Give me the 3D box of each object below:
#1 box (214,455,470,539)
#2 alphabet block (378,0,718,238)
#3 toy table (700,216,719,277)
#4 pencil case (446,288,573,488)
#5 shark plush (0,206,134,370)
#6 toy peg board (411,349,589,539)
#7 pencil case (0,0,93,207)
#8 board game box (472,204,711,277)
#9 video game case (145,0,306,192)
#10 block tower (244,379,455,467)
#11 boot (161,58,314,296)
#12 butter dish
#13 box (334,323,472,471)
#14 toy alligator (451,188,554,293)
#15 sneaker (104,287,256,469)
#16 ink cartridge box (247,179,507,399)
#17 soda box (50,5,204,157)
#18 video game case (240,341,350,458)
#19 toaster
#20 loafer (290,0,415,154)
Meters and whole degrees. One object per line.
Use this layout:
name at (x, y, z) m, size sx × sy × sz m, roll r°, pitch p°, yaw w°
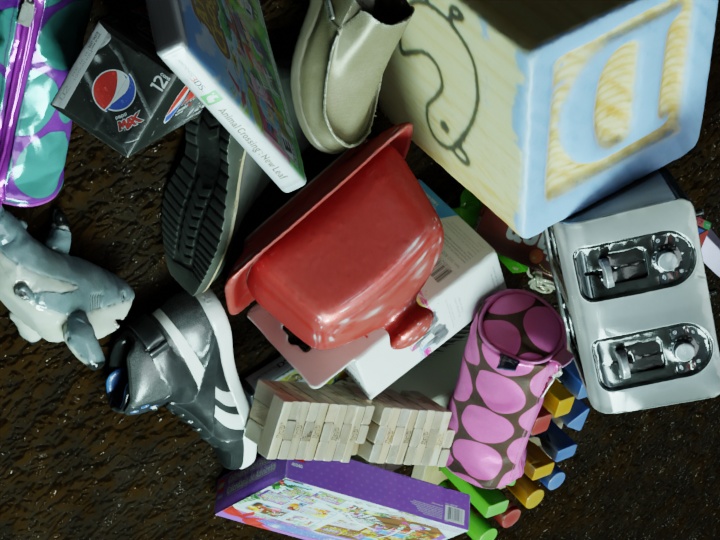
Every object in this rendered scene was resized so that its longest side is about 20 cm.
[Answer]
box at (-0.017, 0.217, 1.696) m, size 0.199 × 0.039 × 0.137 m, roll 20°, pitch 150°, yaw -27°
alphabet block at (0.144, -0.184, 1.460) m, size 0.195 × 0.200 × 0.196 m, roll -26°, pitch 138°, yaw -25°
toy table at (0.250, -0.042, 1.734) m, size 0.117 × 0.200 × 0.184 m, roll -42°, pitch 178°, yaw 13°
pencil case at (0.128, 0.113, 1.635) m, size 0.091 × 0.093 × 0.201 m, roll -51°, pitch 162°, yaw -37°
shark plush at (-0.248, -0.011, 1.386) m, size 0.200 × 0.091 × 0.084 m, roll 49°, pitch 66°, yaw -33°
toy peg board at (0.166, 0.183, 1.911) m, size 0.198 × 0.098 × 0.201 m, roll -15°, pitch 134°, yaw -34°
pencil case at (-0.227, -0.140, 1.227) m, size 0.084 × 0.093 × 0.201 m, roll 12°, pitch 124°, yaw -6°
board game box at (0.206, -0.035, 1.640) m, size 0.199 × 0.019 × 0.104 m, roll 23°, pitch 92°, yaw -9°
video game case at (-0.101, -0.175, 1.237) m, size 0.022 × 0.201 × 0.182 m, roll -24°, pitch 146°, yaw 13°
block tower at (-0.009, 0.133, 1.595) m, size 0.199 × 0.058 × 0.054 m, roll 7°, pitch 103°, yaw -40°
boot at (-0.075, -0.079, 1.454) m, size 0.138 × 0.077 × 0.201 m, roll -14°, pitch 134°, yaw -42°
butter dish at (0.000, 0.000, 1.491) m, size 0.199 × 0.148 × 0.200 m, roll -42°, pitch 174°, yaw -9°
box at (0.069, 0.119, 1.738) m, size 0.199 × 0.068 × 0.083 m, roll -21°, pitch 138°, yaw -30°
toy alligator at (0.135, -0.036, 1.714) m, size 0.200 × 0.059 × 0.055 m, roll 33°, pitch 58°, yaw -52°
sneaker at (-0.159, 0.108, 1.554) m, size 0.111 × 0.073 × 0.201 m, roll -27°, pitch 131°, yaw -19°
ink cartridge box at (0.014, 0.027, 1.601) m, size 0.199 × 0.115 × 0.068 m, roll -37°, pitch 144°, yaw -12°
soda box at (-0.142, -0.137, 1.252) m, size 0.071 × 0.063 × 0.200 m, roll -57°, pitch 180°, yaw 15°
video game case at (-0.022, 0.126, 1.735) m, size 0.180 × 0.025 × 0.201 m, roll -32°, pitch 142°, yaw -19°
toaster at (0.225, -0.003, 1.543) m, size 0.118 × 0.200 × 0.182 m, roll -13°, pitch 112°, yaw 2°
loafer at (-0.002, -0.183, 1.386) m, size 0.076 × 0.067 × 0.202 m, roll -15°, pitch 117°, yaw -46°
